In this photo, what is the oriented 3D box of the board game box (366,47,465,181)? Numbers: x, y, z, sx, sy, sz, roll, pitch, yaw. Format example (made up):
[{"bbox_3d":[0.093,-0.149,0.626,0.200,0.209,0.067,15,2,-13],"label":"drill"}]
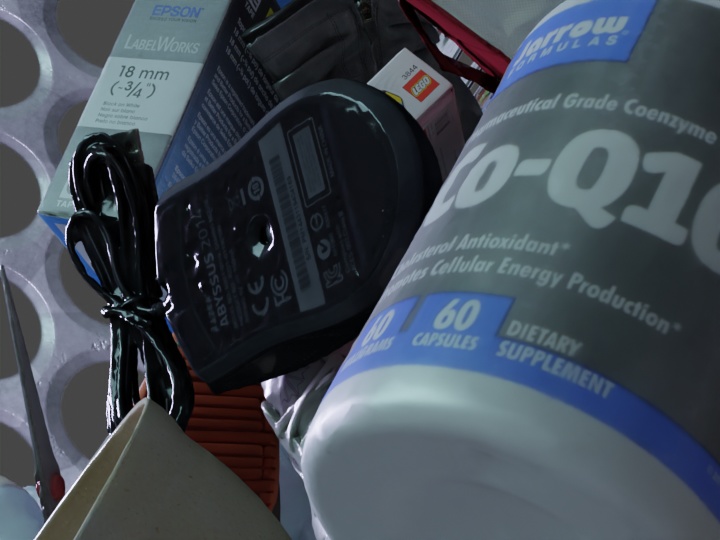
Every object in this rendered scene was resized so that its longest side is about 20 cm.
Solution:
[{"bbox_3d":[0.000,0.000,0.939,0.126,0.035,0.200,-44,-24,-13],"label":"board game box"}]

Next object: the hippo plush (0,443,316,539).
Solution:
[{"bbox_3d":[-0.105,0.125,1.016,0.161,0.159,0.200,-44,-13,-1],"label":"hippo plush"}]

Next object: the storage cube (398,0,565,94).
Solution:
[{"bbox_3d":[0.097,-0.157,0.826,0.200,0.171,0.180,-50,9,6],"label":"storage cube"}]

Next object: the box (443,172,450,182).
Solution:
[{"bbox_3d":[0.062,0.003,0.792,0.100,0.075,0.200,-55,5,6],"label":"box"}]

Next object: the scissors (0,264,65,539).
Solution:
[{"bbox_3d":[-0.121,0.100,0.818,0.073,0.014,0.201,-66,-33,-57],"label":"scissors"}]

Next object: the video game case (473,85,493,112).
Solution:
[{"bbox_3d":[0.052,-0.046,1.322,0.201,0.023,0.182,-56,7,8],"label":"video game case"}]

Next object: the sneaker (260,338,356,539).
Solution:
[{"bbox_3d":[-0.006,0.075,0.806,0.075,0.099,0.200,-49,9,12],"label":"sneaker"}]

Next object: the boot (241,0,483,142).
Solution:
[{"bbox_3d":[-0.028,-0.063,1.016,0.200,0.132,0.070,-36,14,-30],"label":"boot"}]

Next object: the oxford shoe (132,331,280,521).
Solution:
[{"bbox_3d":[-0.066,0.120,0.878,0.073,0.071,0.202,24,-109,-77],"label":"oxford shoe"}]

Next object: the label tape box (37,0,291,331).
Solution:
[{"bbox_3d":[-0.073,-0.069,1.063,0.144,0.063,0.201,58,-134,-51],"label":"label tape box"}]

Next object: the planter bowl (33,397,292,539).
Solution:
[{"bbox_3d":[-0.076,0.165,0.714,0.201,0.134,0.200,-55,6,8],"label":"planter bowl"}]

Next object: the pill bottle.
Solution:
[{"bbox_3d":[0.075,-0.004,0.542,0.201,0.113,0.114,-61,8,-33],"label":"pill bottle"}]

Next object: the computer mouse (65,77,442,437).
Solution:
[{"bbox_3d":[-0.033,-0.012,0.793,0.199,0.052,0.140,-23,73,44],"label":"computer mouse"}]
